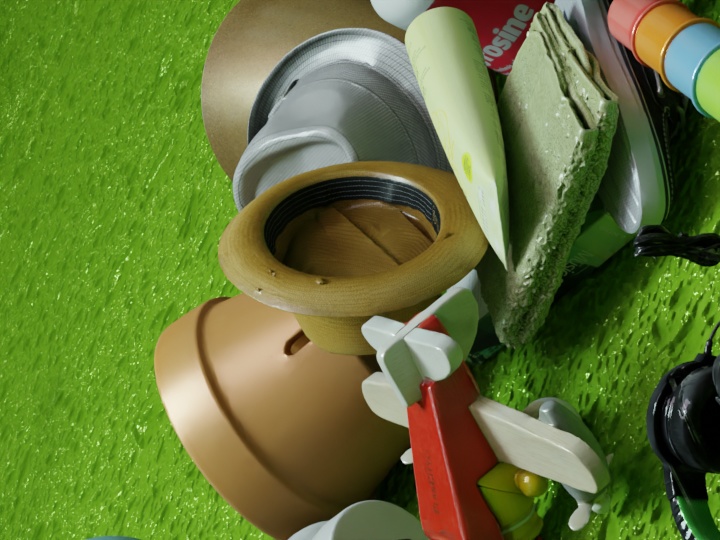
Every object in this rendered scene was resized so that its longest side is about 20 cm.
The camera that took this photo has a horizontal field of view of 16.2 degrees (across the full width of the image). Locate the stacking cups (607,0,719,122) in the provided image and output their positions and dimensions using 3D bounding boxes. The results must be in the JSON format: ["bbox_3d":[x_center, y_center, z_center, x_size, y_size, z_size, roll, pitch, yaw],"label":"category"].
[{"bbox_3d":[0.220,-0.130,1.565,0.061,0.060,0.200,-61,35,16],"label":"stacking cups"}]

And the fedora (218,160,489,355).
[{"bbox_3d":[0.000,0.000,1.713,0.201,0.200,0.082,-113,12,-59],"label":"fedora"}]

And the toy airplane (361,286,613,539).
[{"bbox_3d":[0.079,0.104,1.616,0.200,0.141,0.199,59,149,26],"label":"toy airplane"}]

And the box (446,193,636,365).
[{"bbox_3d":[0.127,-0.041,1.772,0.200,0.036,0.145,-44,33,46],"label":"box"}]

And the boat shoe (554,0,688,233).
[{"bbox_3d":[0.183,-0.113,1.660,0.072,0.071,0.200,112,152,-53],"label":"boat shoe"}]

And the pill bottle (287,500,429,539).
[{"bbox_3d":[-0.031,0.245,1.769,0.200,0.113,0.113,-42,35,45],"label":"pill bottle"}]

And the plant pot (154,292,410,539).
[{"bbox_3d":[-0.033,0.081,1.838,0.140,0.200,0.200,-39,34,22],"label":"plant pot"}]

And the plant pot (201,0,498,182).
[{"bbox_3d":[0.007,-0.136,1.959,0.200,0.186,0.187,6,75,53],"label":"plant pot"}]

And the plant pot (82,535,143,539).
[{"bbox_3d":[-0.177,0.329,1.928,0.161,0.200,0.201,37,105,54],"label":"plant pot"}]

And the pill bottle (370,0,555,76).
[{"bbox_3d":[0.079,-0.213,1.809,0.112,0.200,0.112,-47,31,40],"label":"pill bottle"}]

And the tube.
[{"bbox_3d":[0.072,-0.096,1.687,0.052,0.058,0.200,-43,40,27],"label":"tube"}]

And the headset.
[{"bbox_3d":[0.204,0.070,1.434,0.123,0.094,0.200,-38,49,49],"label":"headset"}]

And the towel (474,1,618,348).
[{"bbox_3d":[0.117,-0.062,1.675,0.149,0.036,0.200,-107,30,-52],"label":"towel"}]

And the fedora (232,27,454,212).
[{"bbox_3d":[-0.023,-0.074,1.852,0.200,0.177,0.090,-35,1,43],"label":"fedora"}]
